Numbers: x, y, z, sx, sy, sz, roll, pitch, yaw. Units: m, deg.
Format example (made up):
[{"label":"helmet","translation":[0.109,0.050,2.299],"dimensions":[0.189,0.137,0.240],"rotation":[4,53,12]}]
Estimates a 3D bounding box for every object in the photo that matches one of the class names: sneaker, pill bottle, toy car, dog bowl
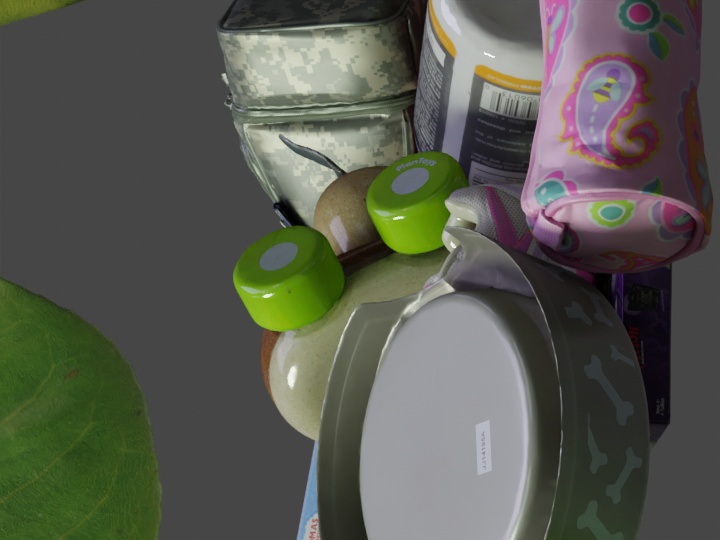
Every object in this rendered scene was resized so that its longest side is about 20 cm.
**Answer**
[{"label":"sneaker","translation":[0.073,0.036,1.161],"dimensions":[0.081,0.088,0.200],"rotation":[95,179,-47]},{"label":"pill bottle","translation":[0.089,-0.102,1.322],"dimensions":[0.200,0.116,0.117],"rotation":[96,177,-59]},{"label":"toy car","translation":[0.000,0.000,1.329],"dimensions":[0.164,0.158,0.200],"rotation":[63,176,-33]},{"label":"dog bowl","translation":[0.054,0.082,1.048],"dimensions":[0.200,0.059,0.200],"rotation":[-18,68,57]}]

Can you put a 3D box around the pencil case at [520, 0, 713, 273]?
[{"label":"pencil case","translation":[0.113,-0.101,1.047],"dimensions":[0.087,0.087,0.200],"rotation":[96,176,-67]}]

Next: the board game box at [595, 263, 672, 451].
[{"label":"board game box","translation":[0.130,0.043,1.205],"dimensions":[0.200,0.032,0.120],"rotation":[97,180,-72]}]

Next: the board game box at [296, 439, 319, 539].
[{"label":"board game box","translation":[0.022,0.152,1.504],"dimensions":[0.200,0.037,0.152],"rotation":[47,-131,-58]}]

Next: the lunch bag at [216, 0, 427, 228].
[{"label":"lunch bag","translation":[-0.005,-0.123,1.591],"dimensions":[0.200,0.139,0.168],"rotation":[-68,-31,-59]}]
